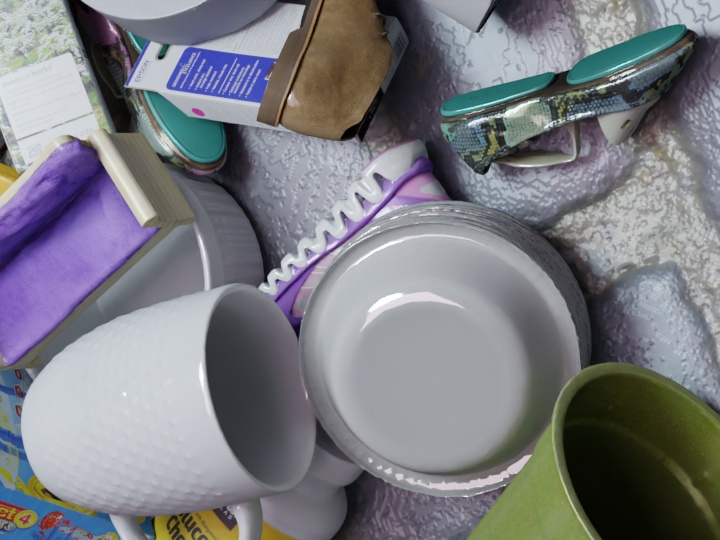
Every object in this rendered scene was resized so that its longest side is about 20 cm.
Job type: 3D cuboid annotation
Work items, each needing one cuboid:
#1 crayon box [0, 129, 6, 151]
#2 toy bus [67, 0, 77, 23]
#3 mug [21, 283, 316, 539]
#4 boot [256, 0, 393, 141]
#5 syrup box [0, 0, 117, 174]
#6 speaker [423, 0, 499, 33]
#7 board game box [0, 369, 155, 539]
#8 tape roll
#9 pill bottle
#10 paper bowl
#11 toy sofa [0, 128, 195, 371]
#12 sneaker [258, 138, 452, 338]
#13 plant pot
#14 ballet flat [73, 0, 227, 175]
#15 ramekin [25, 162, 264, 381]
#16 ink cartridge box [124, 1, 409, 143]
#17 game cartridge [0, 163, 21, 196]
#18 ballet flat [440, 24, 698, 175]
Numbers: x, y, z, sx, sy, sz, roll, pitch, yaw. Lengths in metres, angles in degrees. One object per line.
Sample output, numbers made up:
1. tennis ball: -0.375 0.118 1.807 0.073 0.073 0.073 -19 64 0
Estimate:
1. crayon box: -0.385 -0.127 1.905 0.200 0.058 0.173 -48 69 24
2. toy bus: -0.266 -0.252 1.812 0.078 0.065 0.201 -2 92 2
3. mug: -0.134 0.124 1.612 0.175 0.148 0.201 -15 96 27
4. boot: -0.008 -0.172 1.641 0.075 0.200 0.074 20 148 1
5. syrup box: -0.254 -0.178 1.741 0.079 0.081 0.200 -21 92 -2
6. speaker: 0.018 -0.251 1.605 0.200 0.081 0.081 31 110 1
7. board game box: -0.266 0.124 1.726 0.056 0.196 0.200 -51 37 23
8. tape roll: -0.135 -0.272 1.712 0.200 0.066 0.201 -5 76 22
9. pill bottle: -0.081 0.182 1.711 0.112 0.112 0.200 48 115 19
10. paper bowl: 0.056 0.059 1.591 0.200 0.104 0.201 4 108 11
11. toy sofa: -0.226 -0.012 1.673 0.200 0.098 0.083 -41 72 25
12. sneaker: 0.000 0.000 1.677 0.088 0.080 0.200 47 115 8
13. plant pot: 0.153 0.195 1.548 0.190 0.200 0.200 -45 71 38
14. ballet flat: -0.165 -0.146 1.776 0.071 0.069 0.200 -46 65 44
15. ramekin: -0.167 0.009 1.757 0.200 0.105 0.201 2 93 31
16. ink cartridge box: -0.070 -0.153 1.703 0.200 0.037 0.095 12 64 28
17. game cartridge: -0.344 -0.018 1.852 0.200 0.032 0.177 21 114 7
18. ballet flat: 0.152 -0.113 1.592 0.200 0.074 0.074 -15 85 32
